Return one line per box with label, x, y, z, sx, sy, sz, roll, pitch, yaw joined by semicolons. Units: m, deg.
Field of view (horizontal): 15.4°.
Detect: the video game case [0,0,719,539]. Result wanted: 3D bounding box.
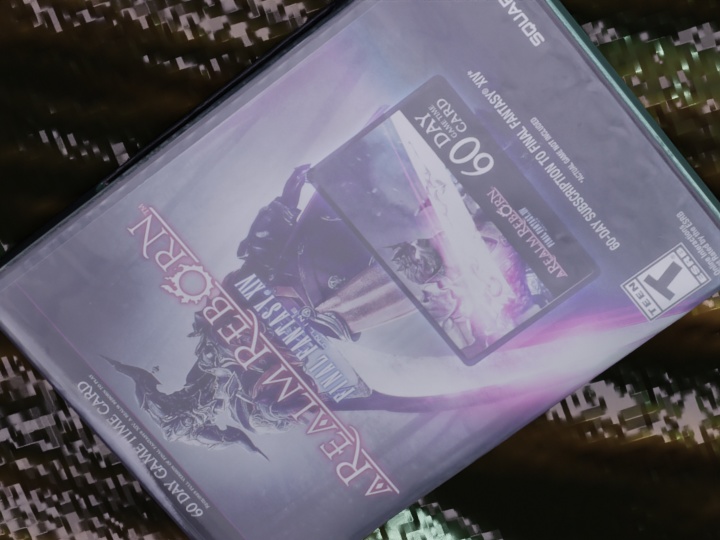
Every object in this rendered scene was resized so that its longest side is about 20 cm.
video game case;0.000;0.000;0.827;0.200;0.019;0.143;-36;106;15
